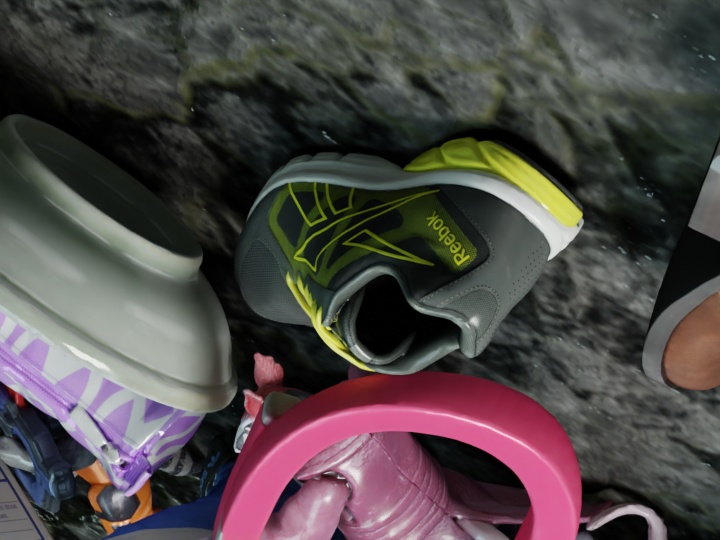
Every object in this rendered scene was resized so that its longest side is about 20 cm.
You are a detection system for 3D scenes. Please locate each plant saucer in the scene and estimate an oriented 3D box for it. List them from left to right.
[{"bbox_3d":[-0.125,-0.018,1.124,0.200,0.050,0.200,36,-171,-7],"label":"plant saucer"}]

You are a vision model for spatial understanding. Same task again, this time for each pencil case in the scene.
[{"bbox_3d":[-0.157,0.025,1.215,0.200,0.086,0.084,37,136,7],"label":"pencil case"}]

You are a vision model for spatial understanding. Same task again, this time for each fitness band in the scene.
[{"bbox_3d":[0.012,0.113,1.085,0.143,0.037,0.200,15,134,-8],"label":"fitness band"}]

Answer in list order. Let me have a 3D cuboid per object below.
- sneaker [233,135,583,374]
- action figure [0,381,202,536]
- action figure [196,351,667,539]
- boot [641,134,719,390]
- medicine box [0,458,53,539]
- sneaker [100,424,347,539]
[{"bbox_3d":[0.000,0.000,1.035,0.074,0.085,0.200,43,151,-20],"label":"sneaker"},{"bbox_3d":[-0.155,0.060,1.348,0.200,0.105,0.194,50,163,38],"label":"action figure"},{"bbox_3d":[0.015,0.110,1.158,0.149,0.134,0.200,3,146,47],"label":"action figure"},{"bbox_3d":[0.207,0.018,0.895,0.200,0.069,0.188,21,146,6],"label":"boot"},{"bbox_3d":[-0.284,0.121,1.335,0.103,0.182,0.200,-52,59,27],"label":"medicine box"},{"bbox_3d":[-0.069,0.128,1.252,0.111,0.200,0.077,46,130,46],"label":"sneaker"}]
